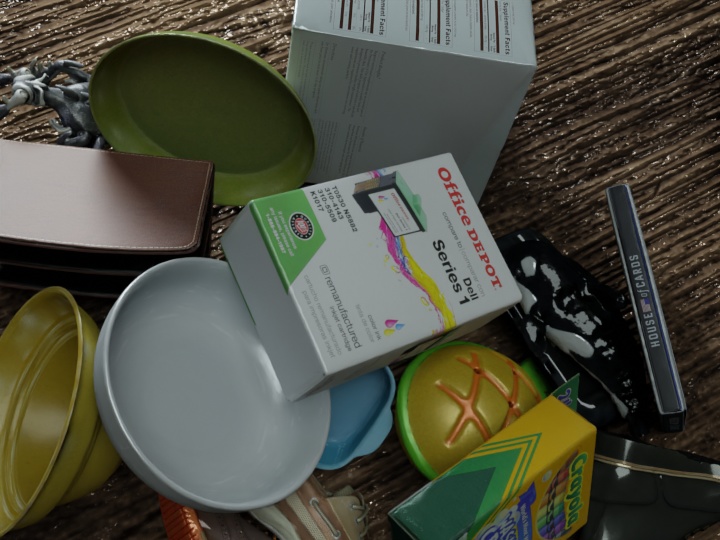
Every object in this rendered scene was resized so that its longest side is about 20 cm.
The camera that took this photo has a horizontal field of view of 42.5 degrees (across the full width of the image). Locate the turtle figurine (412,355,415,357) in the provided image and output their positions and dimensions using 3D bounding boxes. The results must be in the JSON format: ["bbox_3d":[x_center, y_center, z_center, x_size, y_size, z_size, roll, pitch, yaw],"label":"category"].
[{"bbox_3d":[0.000,0.000,0.854,0.200,0.064,0.162,2,78,-16],"label":"turtle figurine"}]

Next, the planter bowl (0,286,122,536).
[{"bbox_3d":[-0.239,0.120,0.744,0.083,0.200,0.201,23,64,-38],"label":"planter bowl"}]

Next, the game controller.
[{"bbox_3d":[0.185,0.050,0.864,0.104,0.042,0.200,-24,74,-34],"label":"game controller"}]

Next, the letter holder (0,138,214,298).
[{"bbox_3d":[-0.231,-0.025,0.780,0.200,0.101,0.142,5,36,-6],"label":"letter holder"}]

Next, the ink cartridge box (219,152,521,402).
[{"bbox_3d":[0.011,0.000,0.750,0.200,0.084,0.145,-18,77,-32],"label":"ink cartridge box"}]

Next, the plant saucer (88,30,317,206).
[{"bbox_3d":[-0.132,-0.132,0.796,0.200,0.200,0.031,15,54,-3],"label":"plant saucer"}]

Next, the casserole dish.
[{"bbox_3d":[-0.058,0.084,0.806,0.200,0.039,0.121,35,105,6],"label":"casserole dish"}]

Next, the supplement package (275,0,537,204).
[{"bbox_3d":[0.033,-0.183,0.844,0.200,0.191,0.147,7,56,-6],"label":"supplement package"}]

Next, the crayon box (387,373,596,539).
[{"bbox_3d":[0.117,0.184,0.725,0.200,0.126,0.052,-31,45,-25],"label":"crayon box"}]

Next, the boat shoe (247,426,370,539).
[{"bbox_3d":[-0.025,0.211,0.762,0.200,0.076,0.072,44,83,3],"label":"boat shoe"}]

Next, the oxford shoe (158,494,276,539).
[{"bbox_3d":[-0.107,0.229,0.764,0.073,0.071,0.200,-22,81,-31],"label":"oxford shoe"}]

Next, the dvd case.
[{"bbox_3d":[0.258,0.039,0.834,0.025,0.150,0.200,-13,71,15],"label":"dvd case"}]

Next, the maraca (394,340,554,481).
[{"bbox_3d":[0.114,0.128,0.807,0.200,0.107,0.137,4,70,-34],"label":"maraca"}]

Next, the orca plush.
[{"bbox_3d":[0.202,0.049,0.803,0.105,0.071,0.200,-11,68,-30],"label":"orca plush"}]

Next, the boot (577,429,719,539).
[{"bbox_3d":[0.278,0.230,0.820,0.200,0.077,0.139,16,87,-9],"label":"boot"}]

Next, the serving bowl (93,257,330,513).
[{"bbox_3d":[-0.120,0.093,0.715,0.200,0.066,0.200,25,50,-33],"label":"serving bowl"}]

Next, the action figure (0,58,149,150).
[{"bbox_3d":[-0.299,-0.146,0.849,0.200,0.102,0.119,20,58,-29],"label":"action figure"}]
